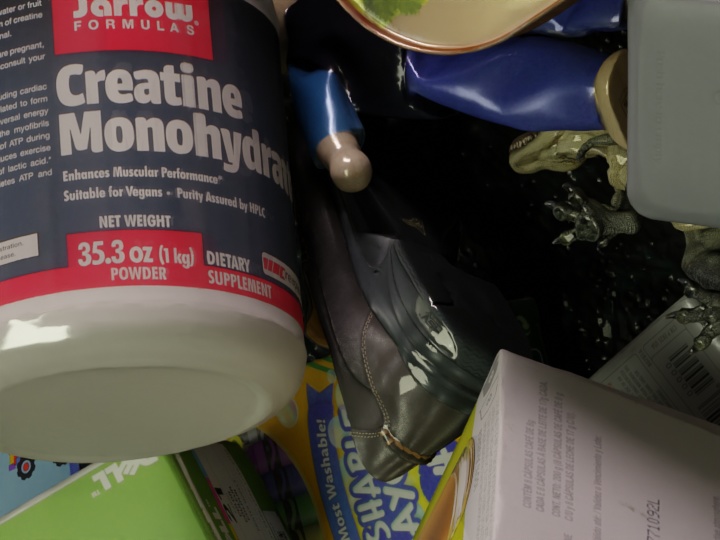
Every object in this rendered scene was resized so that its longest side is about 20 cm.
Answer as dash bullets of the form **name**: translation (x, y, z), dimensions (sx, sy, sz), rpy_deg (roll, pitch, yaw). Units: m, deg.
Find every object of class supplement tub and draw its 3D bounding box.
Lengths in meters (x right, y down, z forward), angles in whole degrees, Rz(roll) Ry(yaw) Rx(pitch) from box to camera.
- **supplement tub**: translation (-0.096, -0.041, 1.103), dimensions (0.140, 0.140, 0.201), rpy_deg (-24, 63, 40)

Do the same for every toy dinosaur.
- **toy dinosaur**: translation (0.125, -0.017, 1.103), dimensions (0.200, 0.088, 0.048), rpy_deg (25, 130, 30)

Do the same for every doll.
- **doll**: translation (0.024, -0.087, 1.137), dimensions (0.200, 0.048, 0.137), rpy_deg (10, 67, 36)

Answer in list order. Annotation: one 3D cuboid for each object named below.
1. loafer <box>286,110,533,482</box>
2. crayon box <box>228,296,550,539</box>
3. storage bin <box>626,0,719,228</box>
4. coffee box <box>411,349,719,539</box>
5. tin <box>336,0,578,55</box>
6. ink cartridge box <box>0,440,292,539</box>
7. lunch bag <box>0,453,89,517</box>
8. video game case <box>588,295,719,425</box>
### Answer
- **loafer**: translation (0.000, 0.000, 1.161), dimensions (0.072, 0.073, 0.200), rpy_deg (-51, 30, 19)
- **crayon box**: translation (0.002, 0.098, 1.240), dimensions (0.200, 0.051, 0.126), rpy_deg (-23, 79, 45)
- **storage bin**: translation (0.182, -0.056, 0.994), dimensions (0.200, 0.134, 0.146), rpy_deg (9, 114, 26)
- **coffee box**: translation (0.101, 0.187, 1.048), dimensions (0.200, 0.200, 0.198), rpy_deg (20, 123, -7)
- **tin**: translation (0.065, -0.148, 0.971), dimensions (0.200, 0.042, 0.112), rpy_deg (-31, 80, 33)
- **ink cartridge box**: translation (-0.122, 0.125, 1.158), dimensions (0.148, 0.200, 0.076), rpy_deg (-30, 75, 10)
- **lunch bag**: translation (-0.159, 0.070, 1.370), dimensions (0.150, 0.094, 0.201), rpy_deg (-27, 73, 41)
- **video game case**: translation (0.139, 0.134, 1.190), dimensions (0.200, 0.023, 0.182), rpy_deg (53, 129, 9)
